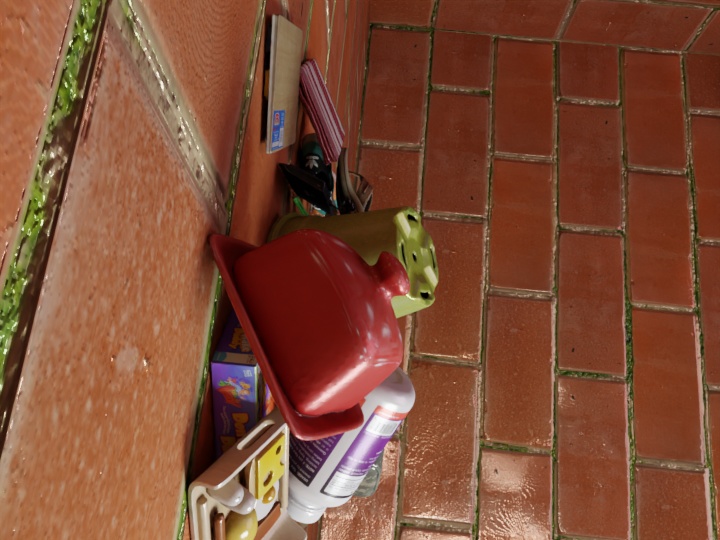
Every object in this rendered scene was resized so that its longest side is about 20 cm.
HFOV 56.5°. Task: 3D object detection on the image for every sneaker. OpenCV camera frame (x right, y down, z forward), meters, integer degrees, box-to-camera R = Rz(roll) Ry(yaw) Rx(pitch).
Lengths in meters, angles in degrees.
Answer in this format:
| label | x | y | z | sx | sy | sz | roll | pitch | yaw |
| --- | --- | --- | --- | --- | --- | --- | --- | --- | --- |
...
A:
| label | x | y | z | sx | sy | sz | roll | pitch | yaw |
| --- | --- | --- | --- | --- | --- | --- | --- | --- | --- |
| sneaker | -0.075 | -0.147 | 1.186 | 0.201 | 0.069 | 0.082 | 77 | 17 | -59 |

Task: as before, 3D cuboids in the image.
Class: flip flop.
| label | x | y | z | sx | sy | sz | roll | pitch | yaw |
| --- | --- | --- | --- | --- | --- | --- | --- | --- | --- |
| flip flop | -0.001 | -0.110 | 1.092 | 0.082 | 0.056 | 0.204 | 101 | -26 | -58 |

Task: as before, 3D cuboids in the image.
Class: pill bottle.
| label | x | y | z | sx | sy | sz | roll | pitch | yaw |
| --- | --- | --- | --- | --- | --- | --- | --- | --- | --- |
| pill bottle | -0.028 | 0.192 | 0.788 | 0.202 | 0.111 | 0.113 | -57 | -175 | 13 |

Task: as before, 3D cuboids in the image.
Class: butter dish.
| label | x | y | z | sx | sy | sz | roll | pitch | yaw |
| --- | --- | --- | --- | --- | --- | --- | --- | --- | --- |
| butter dish | -0.020 | 0.036 | 0.630 | 0.203 | 0.146 | 0.200 | 63 | 11 | 16 |

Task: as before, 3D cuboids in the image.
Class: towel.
| label | x | y | z | sx | sy | sz | roll | pitch | yaw |
| --- | --- | --- | --- | --- | --- | --- | --- | --- | --- |
| towel | -0.065 | -0.261 | 1.074 | 0.201 | 0.022 | 0.147 | -83 | 153 | -67 |

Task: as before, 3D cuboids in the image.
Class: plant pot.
| label | x | y | z | sx | sy | sz | roll | pitch | yaw |
| --- | --- | --- | --- | --- | --- | --- | --- | --- | --- |
| plant pot | 0.000 | 0.000 | 0.901 | 0.200 | 0.180 | 0.206 | 35 | 49 | -52 |

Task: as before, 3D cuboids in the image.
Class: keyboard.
| label | x | y | z | sx | sy | sz | roll | pitch | yaw |
| --- | --- | --- | --- | --- | --- | --- | --- | --- | --- |
| keyboard | -0.055 | -0.110 | 0.997 | 0.021 | 0.125 | 0.200 | -59 | 177 | -3 |

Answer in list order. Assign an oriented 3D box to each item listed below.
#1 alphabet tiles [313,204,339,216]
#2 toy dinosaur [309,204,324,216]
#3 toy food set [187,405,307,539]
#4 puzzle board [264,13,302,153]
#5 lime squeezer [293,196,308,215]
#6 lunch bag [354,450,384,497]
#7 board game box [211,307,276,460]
| label | x | y | z | sx | sy | sz | roll | pitch | yaw |
| --- | --- | --- | --- | --- | --- | --- | --- | --- | --- |
| alphabet tiles | -0.064 | -0.002 | 1.154 | 0.198 | 0.014 | 0.202 | -65 | -147 | 32 |
| toy dinosaur | -0.081 | -0.052 | 1.349 | 0.204 | 0.100 | 0.136 | -67 | 169 | 19 |
| toy food set | -0.095 | 0.237 | 0.656 | 0.143 | 0.059 | 0.205 | -37 | 140 | -50 |
| puzzle board | -0.099 | -0.235 | 0.854 | 0.200 | 0.017 | 0.155 | -77 | 173 | -75 |
| lime squeezer | -0.066 | -0.025 | 1.072 | 0.038 | 0.070 | 0.204 | -39 | -128 | 31 |
| lunch bag | -0.050 | 0.272 | 1.155 | 0.141 | 0.194 | 0.170 | 98 | 3 | -49 |
| board game box | -0.120 | 0.141 | 0.726 | 0.136 | 0.043 | 0.204 | -83 | 177 | -59 |
